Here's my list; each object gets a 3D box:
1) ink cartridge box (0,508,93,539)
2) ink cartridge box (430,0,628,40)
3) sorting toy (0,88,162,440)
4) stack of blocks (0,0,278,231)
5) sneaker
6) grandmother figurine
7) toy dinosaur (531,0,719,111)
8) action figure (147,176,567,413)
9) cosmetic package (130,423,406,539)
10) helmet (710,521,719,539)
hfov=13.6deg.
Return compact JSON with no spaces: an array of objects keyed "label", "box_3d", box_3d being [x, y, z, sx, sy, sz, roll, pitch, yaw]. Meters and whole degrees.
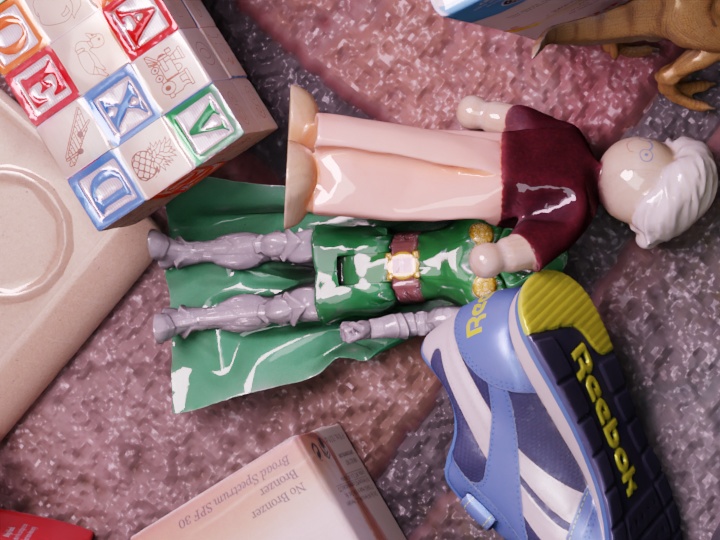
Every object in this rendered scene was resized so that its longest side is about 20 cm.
[{"label":"ink cartridge box","box_3d":[-0.176,0.185,1.443,0.067,0.116,0.201,12,96,-1]},{"label":"ink cartridge box","box_3d":[0.092,-0.199,1.321,0.146,0.200,0.147,-25,84,14]},{"label":"sorting toy","box_3d":[-0.225,-0.014,1.481,0.200,0.036,0.185,40,101,-7]},{"label":"stack of blocks","box_3d":[-0.120,-0.134,1.410,0.115,0.059,0.201,-33,86,15]},{"label":"sneaker","box_3d":[0.090,0.100,1.398,0.082,0.074,0.201,-14,99,33]},{"label":"grandmother figurine","box_3d":[0.065,-0.042,1.386,0.199,0.061,0.122,3,53,-2]},{"label":"toy dinosaur","box_3d":[0.139,-0.116,1.355,0.199,0.106,0.061,-17,69,-21]},{"label":"action figure","box_3d":[0.000,0.000,1.431,0.199,0.055,0.119,-6,88,11]},{"label":"cosmetic package","box_3d":[-0.010,0.184,1.419,0.103,0.087,0.201,-33,84,12]},{"label":"helmet","box_3d":[0.242,0.158,1.310,0.190,0.200,0.201,12,95,-3]}]
